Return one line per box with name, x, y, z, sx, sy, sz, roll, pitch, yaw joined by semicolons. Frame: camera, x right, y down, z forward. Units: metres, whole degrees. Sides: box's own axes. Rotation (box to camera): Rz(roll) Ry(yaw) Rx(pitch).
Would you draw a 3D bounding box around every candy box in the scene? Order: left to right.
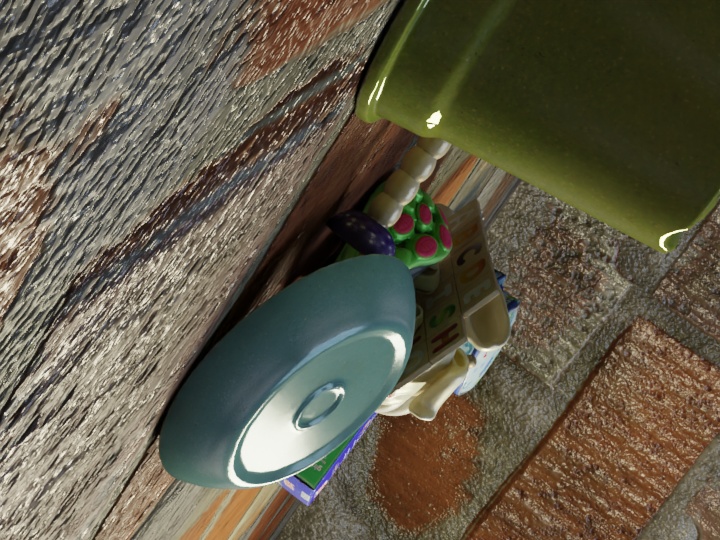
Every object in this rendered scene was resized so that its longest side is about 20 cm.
candy box;-0.029;0.172;1.874;0.200;0.077;0.169;-54;176;-15

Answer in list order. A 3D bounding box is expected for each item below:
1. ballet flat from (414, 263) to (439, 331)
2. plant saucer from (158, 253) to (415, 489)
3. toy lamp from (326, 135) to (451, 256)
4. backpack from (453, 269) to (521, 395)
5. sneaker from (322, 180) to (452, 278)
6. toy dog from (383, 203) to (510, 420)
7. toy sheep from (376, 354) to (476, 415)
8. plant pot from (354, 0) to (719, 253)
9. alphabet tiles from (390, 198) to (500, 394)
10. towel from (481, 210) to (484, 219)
ballet flat;0.024;0.016;1.228;0.071;0.065;0.200;88;24;-54
plant saucer;-0.035;0.075;0.999;0.200;0.036;0.200;-34;154;-19
toy lamp;0.055;-0.096;1.029;0.200;0.058;0.058;-52;175;3
backpack;0.114;0.071;2.086;0.183;0.147;0.200;-62;162;16
sneaker;0.000;0.000;1.144;0.084;0.077;0.200;-29;-166;42
toy dog;0.037;0.050;1.520;0.200;0.139;0.194;117;-26;-52
toy sheep;0.045;0.090;1.704;0.138;0.138;0.200;-57;162;26
plant pot;0.129;-0.113;0.851;0.200;0.184;0.200;-53;174;-8
alphabet tiles;0.036;0.033;1.257;0.167;0.008;0.200;-36;-158;15
towel;0.118;-0.018;2.296;0.149;0.031;0.200;-51;177;-7
